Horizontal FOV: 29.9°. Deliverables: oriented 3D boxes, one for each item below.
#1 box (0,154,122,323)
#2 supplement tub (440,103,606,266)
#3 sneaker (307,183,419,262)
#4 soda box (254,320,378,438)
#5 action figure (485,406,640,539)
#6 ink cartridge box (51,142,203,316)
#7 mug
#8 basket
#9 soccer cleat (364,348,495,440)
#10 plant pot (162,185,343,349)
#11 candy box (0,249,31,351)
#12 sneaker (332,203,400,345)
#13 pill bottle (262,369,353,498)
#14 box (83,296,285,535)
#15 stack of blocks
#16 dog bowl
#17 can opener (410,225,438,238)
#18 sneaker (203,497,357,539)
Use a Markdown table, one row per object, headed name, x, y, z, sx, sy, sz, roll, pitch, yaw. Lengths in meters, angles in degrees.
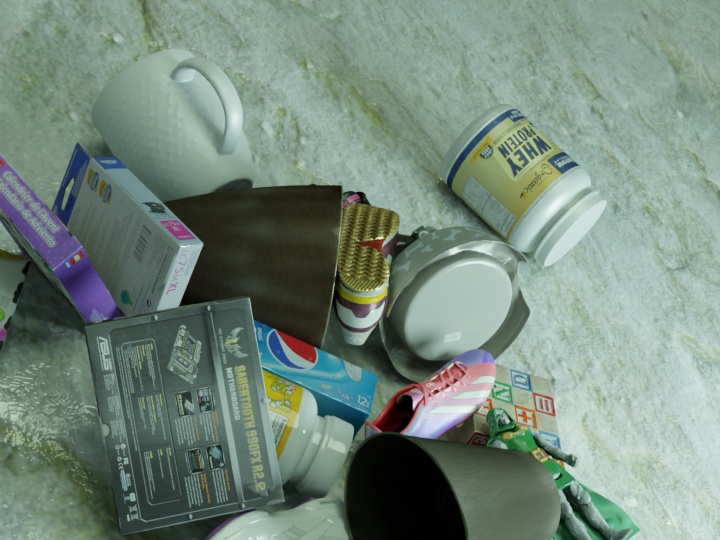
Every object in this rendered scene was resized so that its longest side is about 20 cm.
| name | x | y | z | sx | sy | sz | roll | pitch | yaw |
| --- | --- | --- | --- | --- | --- | --- | --- | --- | --- |
| box | -0.313 | -0.022 | 1.359 | 0.039 | 0.200 | 0.137 | -41 | 74 | -13 |
| supplement tub | 0.224 | -0.116 | 1.852 | 0.200 | 0.144 | 0.144 | 44 | 40 | 15 |
| sneaker | -0.007 | -0.050 | 1.624 | 0.200 | 0.084 | 0.077 | 22 | 43 | 33 |
| soda box | -0.086 | 0.114 | 1.457 | 0.200 | 0.068 | 0.064 | 25 | 39 | -9 |
| action figure | 0.203 | 0.225 | 1.455 | 0.118 | 0.055 | 0.200 | -21 | 59 | -42 |
| ink cartridge box | -0.256 | -0.037 | 1.444 | 0.200 | 0.119 | 0.042 | 41 | 31 | 28 |
| mug | -0.199 | -0.162 | 1.573 | 0.148 | 0.200 | 0.175 | -22 | 69 | -40 |
| basket | 0.103 | 0.244 | 1.352 | 0.200 | 0.136 | 0.180 | 4 | 55 | -51 |
| soccer cleat | 0.080 | 0.143 | 1.485 | 0.067 | 0.077 | 0.200 | 24 | 53 | 39 |
| plant pot | -0.132 | -0.015 | 1.501 | 0.200 | 0.187 | 0.187 | 7 | 42 | -5 |
| candy box | -0.413 | 0.051 | 1.311 | 0.136 | 0.061 | 0.200 | 20 | 40 | -15 |
| sneaker | 0.000 | 0.000 | 1.511 | 0.075 | 0.090 | 0.200 | 12 | 32 | 2 |
| pill bottle | -0.114 | 0.154 | 1.361 | 0.200 | 0.113 | 0.113 | 25 | 39 | -8 |
| box | -0.166 | 0.134 | 1.270 | 0.158 | 0.048 | 0.200 | -11 | 90 | -11 |
| stack of blocks | 0.166 | 0.203 | 1.539 | 0.115 | 0.059 | 0.200 | 16 | 41 | -18 |
| dog bowl | 0.105 | 0.037 | 1.577 | 0.200 | 0.200 | 0.059 | 4 | 30 | -31 |
| can opener | 0.039 | 0.006 | 1.679 | 0.200 | 0.067 | 0.053 | -32 | 69 | -35 |
| sneaker | -0.075 | 0.276 | 1.285 | 0.200 | 0.075 | 0.100 | -7 | 54 | -38 |
